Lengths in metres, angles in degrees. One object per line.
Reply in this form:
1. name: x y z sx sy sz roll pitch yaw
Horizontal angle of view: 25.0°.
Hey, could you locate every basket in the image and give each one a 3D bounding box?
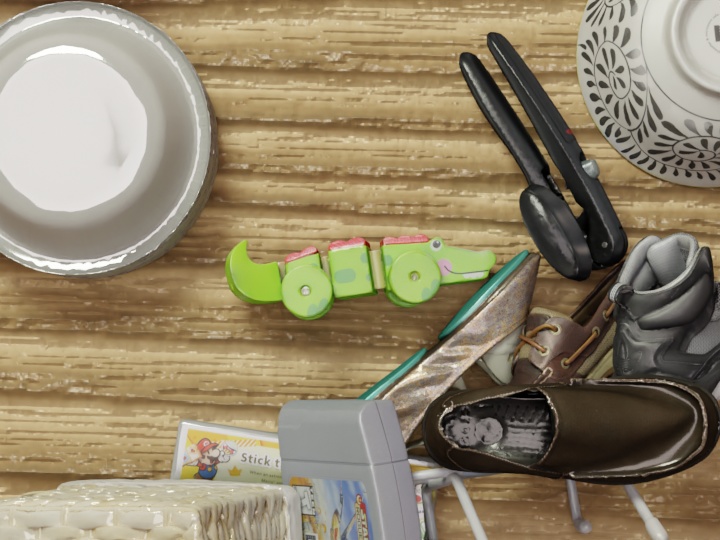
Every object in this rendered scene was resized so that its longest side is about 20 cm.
1. basket: -0.154 0.248 1.116 0.199 0.161 0.200 -2 86 19

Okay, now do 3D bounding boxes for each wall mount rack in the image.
1. wall mount rack: 0.121 0.162 1.126 0.199 0.174 0.075 -7 82 -11

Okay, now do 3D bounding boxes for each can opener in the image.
1. can opener: 0.136 -0.087 1.204 0.063 0.079 0.201 -26 78 15

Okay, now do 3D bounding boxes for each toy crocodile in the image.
1. toy crocodile: 0.000 0.000 1.199 0.199 0.068 0.062 -7 86 1

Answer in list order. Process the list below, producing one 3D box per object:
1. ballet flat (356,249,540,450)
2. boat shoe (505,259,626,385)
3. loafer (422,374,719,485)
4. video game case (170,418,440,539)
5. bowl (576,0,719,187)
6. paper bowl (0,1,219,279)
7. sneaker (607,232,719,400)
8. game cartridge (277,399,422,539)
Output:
1. ballet flat: 0.072 0.071 1.195 0.200 0.068 0.067 -42 91 -2
2. boat shoe: 0.139 0.059 1.167 0.200 0.072 0.072 -33 98 -23
3. loafer: 0.137 0.108 1.067 0.199 0.071 0.073 -6 84 8
4. video game case: -0.051 0.216 1.212 0.199 0.023 0.183 9 87 2
5. bowl: 0.262 -0.165 1.191 0.199 0.094 0.202 0 88 1
6. paper bowl: -0.206 -0.096 1.189 0.199 0.104 0.202 0 87 -1
7. sneaker: 0.253 0.022 1.149 0.199 0.075 0.114 -22 110 -30
8. game cartridge: -0.006 0.190 1.136 0.041 0.133 0.201 -5 88 -28
